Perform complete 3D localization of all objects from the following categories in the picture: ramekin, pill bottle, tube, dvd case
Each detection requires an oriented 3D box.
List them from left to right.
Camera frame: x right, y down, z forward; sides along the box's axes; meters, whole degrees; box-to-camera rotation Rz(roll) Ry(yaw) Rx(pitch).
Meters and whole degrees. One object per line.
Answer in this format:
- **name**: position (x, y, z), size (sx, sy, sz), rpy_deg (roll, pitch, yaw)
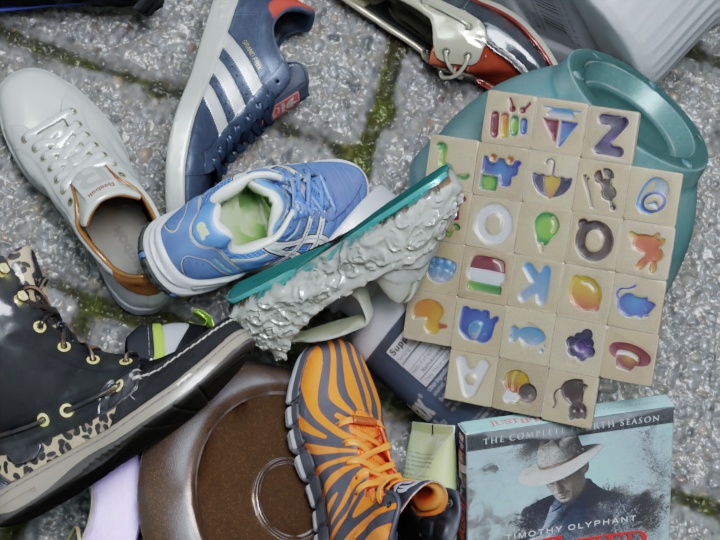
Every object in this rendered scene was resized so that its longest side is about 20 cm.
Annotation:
- **tube**: position (0.043, 0.203, 1.199), size (0.058, 0.052, 0.202), rpy_deg (1, 84, 29)
- **pill bottle**: position (0.061, 0.040, 1.236), size (0.200, 0.120, 0.120), rpy_deg (41, 72, 5)
- **dvd case**: position (0.136, 0.184, 1.195), size (0.144, 0.022, 0.202), rpy_deg (-6, 112, -11)
- **ramekin**: position (0.162, -0.214, 1.288), size (0.200, 0.201, 0.098), rpy_deg (39, 79, 4)

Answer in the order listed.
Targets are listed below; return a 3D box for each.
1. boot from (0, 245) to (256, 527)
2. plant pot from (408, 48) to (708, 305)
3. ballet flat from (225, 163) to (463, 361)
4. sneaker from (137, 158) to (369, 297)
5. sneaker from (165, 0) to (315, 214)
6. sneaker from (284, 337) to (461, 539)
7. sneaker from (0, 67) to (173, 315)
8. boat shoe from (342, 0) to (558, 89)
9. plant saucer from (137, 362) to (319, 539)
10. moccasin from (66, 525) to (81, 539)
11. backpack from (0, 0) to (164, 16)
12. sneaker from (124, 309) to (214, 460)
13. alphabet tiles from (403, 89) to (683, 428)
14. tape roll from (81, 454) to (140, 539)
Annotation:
- **boot**: position (-0.181, 0.051, 1.140), size (0.199, 0.073, 0.151), rpy_deg (-35, 78, 5)
- **plant pot**: position (0.151, -0.063, 1.220), size (0.199, 0.134, 0.201), rpy_deg (28, 30, -18)
- **ballet flat**: position (0.000, 0.000, 1.158), size (0.072, 0.199, 0.072), rpy_deg (33, 42, -36)
- **sneaker**: position (-0.057, -0.035, 1.232), size (0.199, 0.077, 0.076), rpy_deg (-26, 88, -44)
- **sneaker**: position (-0.083, -0.116, 1.281), size (0.084, 0.075, 0.202), rpy_deg (15, 72, 0)
- **sneaker**: position (0.015, 0.130, 1.153), size (0.077, 0.112, 0.202), rpy_deg (2, 70, -35)
- **sneaker**: position (-0.186, -0.068, 1.247), size (0.073, 0.085, 0.201), rpy_deg (-34, 80, -14)
- **boat shoe**: position (0.064, -0.175, 1.321), size (0.200, 0.071, 0.063), rpy_deg (41, 61, 9)
- **plant saucer**: position (-0.053, 0.154, 1.189), size (0.199, 0.032, 0.202), rpy_deg (13, 65, -30)
- **moccasin**: position (-0.164, 0.198, 1.101), size (0.199, 0.074, 0.079), rpy_deg (14, 86, 4)
- **backpack**: position (-0.246, -0.273, 1.252), size (0.198, 0.184, 0.148), rpy_deg (-9, 52, -8)
- **sneaker**: position (-0.107, 0.122, 1.210), size (0.082, 0.072, 0.202), rpy_deg (-7, 75, -12)
- **alphabet tiles**: position (0.114, -0.008, 1.141), size (0.165, 0.006, 0.202), rpy_deg (10, 96, 17)
- **tape roll**: position (-0.243, 0.153, 1.184), size (0.198, 0.066, 0.202), rpy_deg (2, 73, -7)
